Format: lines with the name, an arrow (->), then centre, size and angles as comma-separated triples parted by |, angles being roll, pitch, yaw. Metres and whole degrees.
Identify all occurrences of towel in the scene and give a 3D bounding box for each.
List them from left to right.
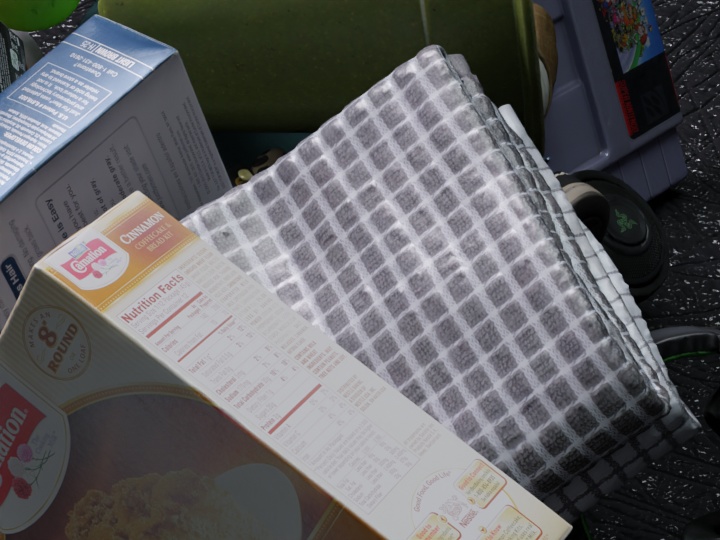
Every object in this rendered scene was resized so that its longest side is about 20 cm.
towel -> 0.017, 0.024, 0.984 | 0.085, 0.165, 0.200 | 26, 29, -59

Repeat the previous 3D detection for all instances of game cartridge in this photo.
game cartridge -> 0.117, -0.125, 1.346 | 0.038, 0.201, 0.129 | -2, 20, 47

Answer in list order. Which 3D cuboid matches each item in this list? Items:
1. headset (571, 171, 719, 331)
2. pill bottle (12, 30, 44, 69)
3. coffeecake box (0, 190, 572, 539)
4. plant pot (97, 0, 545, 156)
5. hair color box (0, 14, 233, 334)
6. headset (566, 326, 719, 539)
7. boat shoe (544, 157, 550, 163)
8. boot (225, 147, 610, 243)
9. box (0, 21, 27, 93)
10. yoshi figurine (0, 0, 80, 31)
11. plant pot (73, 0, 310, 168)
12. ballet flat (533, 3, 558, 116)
headset -> 0.109, -0.001, 1.172 | 0.199, 0.124, 0.094 | 11, 52, 1
pill bottle -> -0.266, -0.063, 1.301 | 0.199, 0.114, 0.113 | -16, 32, -29
coffeecake box -> -0.050, 0.096, 0.885 | 0.200, 0.154, 0.073 | 37, 36, 9
plant pot -> -0.023, -0.138, 1.125 | 0.189, 0.201, 0.200 | -8, 27, 2
hair color box -> -0.149, -0.006, 1.029 | 0.060, 0.100, 0.200 | 26, 59, 39
headset -> 0.177, 0.094, 1.008 | 0.199, 0.124, 0.094 | 10, 3, -15
boat shoe -> 0.063, -0.031, 1.290 | 0.199, 0.085, 0.069 | 12, 26, 15
boot -> 0.000, 0.000, 1.092 | 0.151, 0.200, 0.073 | 48, 13, 29
box -> -0.210, -0.062, 1.121 | 0.047, 0.193, 0.201 | -23, 60, 19
yoshi figurine -> -0.183, -0.170, 1.316 | 0.112, 0.113, 0.200 | 29, 3, -3
plant pot -> -0.082, -0.082, 1.275 | 0.141, 0.142, 0.200 | -22, 24, 40
ballet flat -> 0.045, -0.069, 1.222 | 0.200, 0.068, 0.072 | -34, 25, -27
